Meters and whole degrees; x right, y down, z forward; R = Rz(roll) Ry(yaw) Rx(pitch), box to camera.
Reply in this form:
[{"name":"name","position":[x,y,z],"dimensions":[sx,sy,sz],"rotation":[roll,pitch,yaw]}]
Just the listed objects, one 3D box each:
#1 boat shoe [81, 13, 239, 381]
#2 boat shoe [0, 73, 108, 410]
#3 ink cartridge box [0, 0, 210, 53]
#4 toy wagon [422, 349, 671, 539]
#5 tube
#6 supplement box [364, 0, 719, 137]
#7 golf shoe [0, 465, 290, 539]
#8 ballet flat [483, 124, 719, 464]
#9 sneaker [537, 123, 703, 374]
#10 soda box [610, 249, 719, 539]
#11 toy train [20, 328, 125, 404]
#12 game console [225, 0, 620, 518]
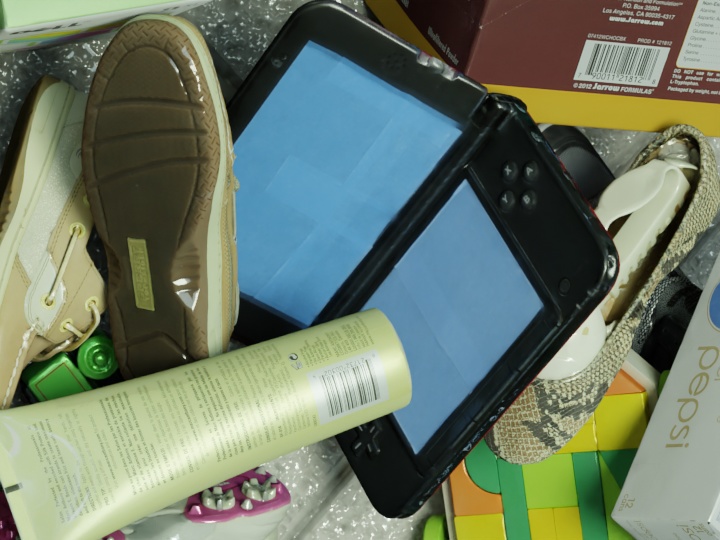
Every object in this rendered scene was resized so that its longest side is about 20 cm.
[{"name":"boat shoe","position":[-0.088,-0.037,1.090],"dimensions":[0.076,0.071,0.201],"rotation":[-49,149,-53]},{"name":"boat shoe","position":[-0.154,0.004,1.109],"dimensions":[0.066,0.074,0.201],"rotation":[17,75,-14]},{"name":"ink cartridge box","position":[-0.134,-0.142,1.060],"dimensions":[0.103,0.200,0.060],"rotation":[-12,94,-24]},{"name":"toy wagon","position":[0.100,0.086,1.203],"dimensions":[0.040,0.154,0.202],"rotation":[-16,99,-66]},{"name":"tube","position":[-0.074,0.071,1.068],"dimensions":[0.199,0.058,0.052],"rotation":[-19,125,-18]},{"name":"supplement box","position":[0.134,-0.192,1.175],"dimensions":[0.196,0.133,0.201],"rotation":[3,121,-25]},{"name":"golf shoe","position":[-0.126,0.149,1.096],"dimensions":[0.199,0.075,0.092],"rotation":[-7,118,-26]},{"name":"ballet flat","position":[0.118,0.003,1.146],"dimensions":[0.068,0.075,0.200],"rotation":[28,67,23]},{"name":"sneaker","position":[0.157,0.004,1.239],"dimensions":[0.075,0.114,0.201],"rotation":[-30,103,-28]},{"name":"soda box","position":[0.202,0.056,1.151],"dimensions":[0.064,0.068,0.201],"rotation":[42,62,-31]},{"name":"toy train","position":[-0.102,0.115,1.166],"dimensions":[0.056,0.042,0.200],"rotation":[-38,105,-9]},{"name":"game console","position":[0.000,0.000,1.118],"dimensions":[0.118,0.200,0.173],"rotation":[5,44,-43]}]
